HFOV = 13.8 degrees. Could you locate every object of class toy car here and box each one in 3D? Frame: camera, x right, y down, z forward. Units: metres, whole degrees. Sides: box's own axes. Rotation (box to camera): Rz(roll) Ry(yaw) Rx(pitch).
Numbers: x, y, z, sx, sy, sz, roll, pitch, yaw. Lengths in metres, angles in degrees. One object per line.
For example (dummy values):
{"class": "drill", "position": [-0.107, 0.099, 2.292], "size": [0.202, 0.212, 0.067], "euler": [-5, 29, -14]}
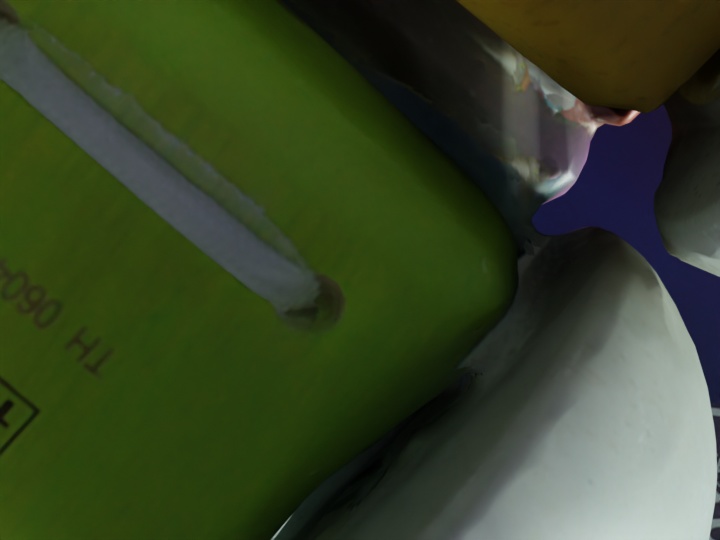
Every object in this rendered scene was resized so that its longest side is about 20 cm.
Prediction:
{"class": "toy car", "position": [-0.004, -0.047, 0.393], "size": [0.200, 0.175, 0.150], "euler": [-48, -171, 15]}

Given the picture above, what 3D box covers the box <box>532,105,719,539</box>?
{"class": "box", "position": [0.022, -0.032, 0.507], "size": [0.141, 0.200, 0.079], "euler": [-48, 176, 17]}
